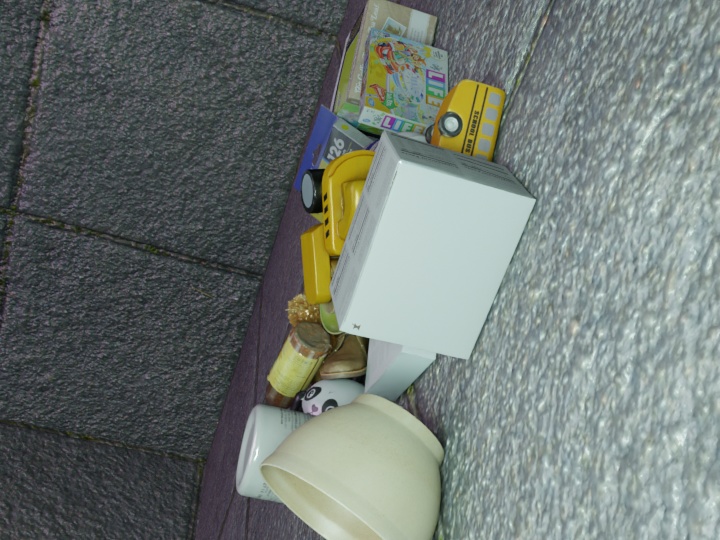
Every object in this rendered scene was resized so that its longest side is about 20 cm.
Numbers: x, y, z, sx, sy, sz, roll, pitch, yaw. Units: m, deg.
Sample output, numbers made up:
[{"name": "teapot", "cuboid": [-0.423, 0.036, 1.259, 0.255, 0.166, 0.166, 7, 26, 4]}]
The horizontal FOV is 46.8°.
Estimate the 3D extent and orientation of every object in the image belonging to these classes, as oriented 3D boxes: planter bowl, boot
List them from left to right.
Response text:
[{"name": "boot", "cuboid": [-0.020, 0.111, 1.222, 0.200, 0.073, 0.076, -48, -46, -78]}, {"name": "planter bowl", "cuboid": [0.009, 0.222, 0.908, 0.135, 0.200, 0.200, -51, 1, -25]}]

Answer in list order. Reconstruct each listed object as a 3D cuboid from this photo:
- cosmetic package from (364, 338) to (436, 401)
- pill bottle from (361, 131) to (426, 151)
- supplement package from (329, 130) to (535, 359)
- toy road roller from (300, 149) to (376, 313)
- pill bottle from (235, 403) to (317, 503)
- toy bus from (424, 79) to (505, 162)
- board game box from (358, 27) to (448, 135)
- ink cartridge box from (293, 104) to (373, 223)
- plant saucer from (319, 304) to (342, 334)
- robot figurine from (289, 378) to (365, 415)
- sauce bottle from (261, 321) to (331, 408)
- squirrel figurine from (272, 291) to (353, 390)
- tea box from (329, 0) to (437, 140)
[{"name": "cosmetic package", "cuboid": [0.059, 0.058, 1.139, 0.151, 0.052, 0.200, 120, 161, -56]}, {"name": "pill bottle", "cuboid": [0.060, -0.142, 1.215, 0.200, 0.116, 0.116, -156, 81, -78]}, {"name": "supplement package", "cuboid": [0.072, -0.026, 0.916, 0.111, 0.155, 0.200, -107, 33, -63]}, {"name": "toy road roller", "cuboid": [0.004, -0.047, 1.024, 0.146, 0.123, 0.200, -178, 85, -69]}, {"name": "pill bottle", "cuboid": [-0.048, 0.243, 1.051, 0.114, 0.200, 0.115, -166, 90, -78]}, {"name": "toy bus", "cuboid": [0.116, -0.130, 1.026, 0.065, 0.078, 0.200, 159, 124, -77]}, {"name": "board game box", "cuboid": [0.069, -0.289, 1.299, 0.034, 0.134, 0.200, 118, 161, -48]}, {"name": "ink cartridge box", "cuboid": [-0.036, -0.168, 1.533, 0.047, 0.200, 0.198, -36, -23, -47]}, {"name": "plant saucer", "cuboid": [0.000, 0.000, 1.212, 0.200, 0.031, 0.200, -47, 33, 44]}, {"name": "robot figurine", "cuboid": [-0.043, 0.252, 1.195, 0.125, 0.150, 0.200, -71, -1, -73]}, {"name": "sauce bottle", "cuboid": [-0.109, 0.164, 1.260, 0.066, 0.066, 0.200, -91, 26, -52]}, {"name": "squirrel figurine", "cuboid": [-0.055, 0.101, 1.374, 0.200, 0.141, 0.187, 85, -154, -70]}, {"name": "tea box", "cuboid": [0.035, -0.360, 1.542, 0.197, 0.133, 0.200, 150, 134, -75]}]
